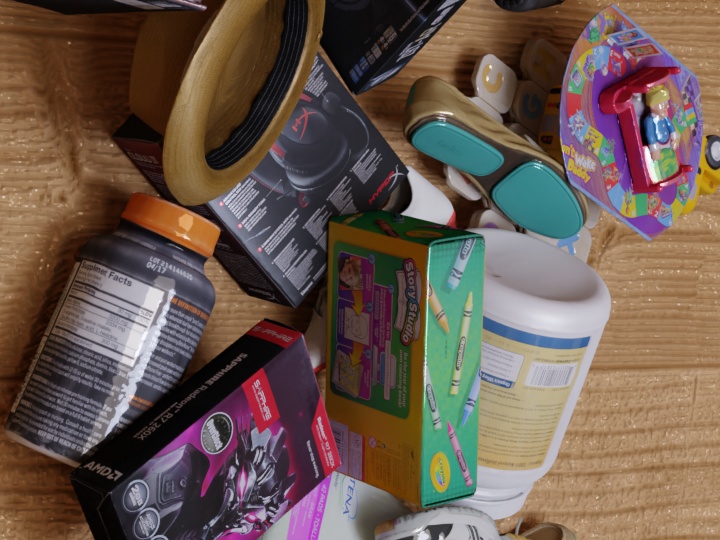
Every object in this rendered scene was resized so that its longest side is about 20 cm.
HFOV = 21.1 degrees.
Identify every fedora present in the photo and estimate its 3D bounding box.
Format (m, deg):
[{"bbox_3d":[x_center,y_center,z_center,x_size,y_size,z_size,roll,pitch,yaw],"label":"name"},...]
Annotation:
[{"bbox_3d":[-0.100,-0.147,1.325,0.201,0.082,0.201,-53,158,-32],"label":"fedora"}]

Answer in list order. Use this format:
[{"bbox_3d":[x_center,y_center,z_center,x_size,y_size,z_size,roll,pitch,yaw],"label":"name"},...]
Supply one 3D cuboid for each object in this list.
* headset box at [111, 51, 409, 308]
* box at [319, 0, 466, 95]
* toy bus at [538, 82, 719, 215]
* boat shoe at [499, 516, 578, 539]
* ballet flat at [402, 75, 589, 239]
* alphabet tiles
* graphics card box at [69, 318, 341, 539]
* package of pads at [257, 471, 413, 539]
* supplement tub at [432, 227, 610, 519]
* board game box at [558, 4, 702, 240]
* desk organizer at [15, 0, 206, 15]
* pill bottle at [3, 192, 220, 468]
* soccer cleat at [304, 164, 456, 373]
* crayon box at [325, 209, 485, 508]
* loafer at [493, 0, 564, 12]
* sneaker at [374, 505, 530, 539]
[{"bbox_3d":[-0.078,-0.095,1.456,0.149,0.075,0.200,-51,122,-18],"label":"headset box"},{"bbox_3d":[0.005,-0.237,1.387,0.043,0.200,0.161,-30,85,-29],"label":"box"},{"bbox_3d":[0.241,-0.104,1.668,0.200,0.065,0.079,26,73,-44],"label":"toy bus"},{"bbox_3d":[0.107,0.272,1.648,0.200,0.073,0.063,-36,119,-25],"label":"boat shoe"},{"bbox_3d":[0.113,-0.095,1.550,0.200,0.069,0.063,33,39,-36],"label":"ballet flat"},{"bbox_3d":[0.148,-0.089,1.631,0.195,0.015,0.201,32,69,-40],"label":"alphabet tiles"},{"bbox_3d":[-0.106,0.141,1.380,0.200,0.051,0.126,-37,128,-33],"label":"graphics card box"},{"bbox_3d":[-0.024,0.230,1.520,0.200,0.068,0.155,42,45,-33],"label":"package of pads"},{"bbox_3d":[0.104,0.083,1.545,0.144,0.145,0.201,0,119,-35],"label":"supplement tub"},{"bbox_3d":[0.239,-0.120,1.589,0.200,0.039,0.159,31,69,-41],"label":"board game box"},{"bbox_3d":[-0.176,-0.218,1.292,0.072,0.200,0.077,11,89,-35],"label":"desk organizer"},{"bbox_3d":[-0.171,0.046,1.395,0.106,0.106,0.201,28,81,-35],"label":"pill bottle"},{"bbox_3d":[0.000,0.000,1.538,0.200,0.069,0.085,-48,113,-24],"label":"soccer cleat"},{"bbox_3d":[0.031,0.064,1.446,0.058,0.119,0.201,-8,105,-38],"label":"crayon box"},{"bbox_3d":[0.156,-0.310,1.600,0.071,0.073,0.201,7,98,-45],"label":"loafer"},{"bbox_3d":[0.086,0.246,1.532,0.200,0.075,0.088,27,52,-47],"label":"sneaker"}]
